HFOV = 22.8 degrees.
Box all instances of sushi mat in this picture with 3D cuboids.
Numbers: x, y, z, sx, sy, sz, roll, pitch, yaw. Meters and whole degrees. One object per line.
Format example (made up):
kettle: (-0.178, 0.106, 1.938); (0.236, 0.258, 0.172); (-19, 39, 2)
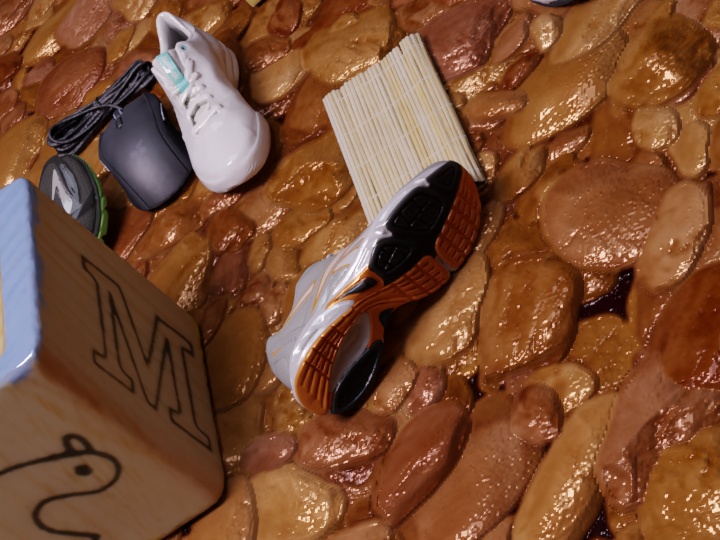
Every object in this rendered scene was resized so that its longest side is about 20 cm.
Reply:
sushi mat: (0.030, -0.100, 1.345); (0.095, 0.012, 0.201); (-36, 40, 15)

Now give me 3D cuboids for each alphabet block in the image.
alphabet block: (-0.238, 0.093, 1.279); (0.195, 0.200, 0.197); (-33, 40, 18)

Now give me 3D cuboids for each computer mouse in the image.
computer mouse: (-0.223, -0.106, 1.556); (0.140, 0.046, 0.200); (-38, 39, 10)

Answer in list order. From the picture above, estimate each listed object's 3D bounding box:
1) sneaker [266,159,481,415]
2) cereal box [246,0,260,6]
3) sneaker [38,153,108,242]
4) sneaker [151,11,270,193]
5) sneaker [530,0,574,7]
sneaker: (0.000, 0.000, 1.242); (0.200, 0.076, 0.092); (-52, 34, -8)
cereal box: (-0.080, -0.341, 1.631); (0.144, 0.040, 0.200); (-39, 40, 10)
sneaker: (-0.270, -0.015, 1.485); (0.076, 0.084, 0.201); (-9, 57, 37)
sneaker: (-0.136, -0.143, 1.475); (0.075, 0.088, 0.200); (-37, 40, 10)
sneaker: (0.113, -0.263, 1.350); (0.072, 0.083, 0.200); (-49, 38, -2)
